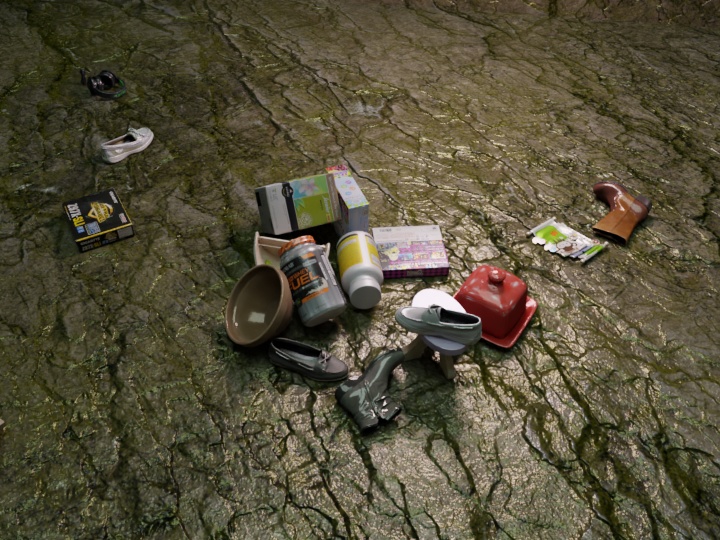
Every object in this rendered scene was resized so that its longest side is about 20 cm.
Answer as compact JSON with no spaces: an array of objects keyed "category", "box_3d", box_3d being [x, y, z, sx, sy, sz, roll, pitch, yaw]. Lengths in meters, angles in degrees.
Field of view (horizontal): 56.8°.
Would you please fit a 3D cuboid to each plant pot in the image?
[{"category":"plant pot","box_3d":[-0.229,0.095,1.610,0.199,0.092,0.203,-20,56,32]}]

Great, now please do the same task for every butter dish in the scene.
[{"category":"butter dish","box_3d":[0.327,0.058,1.649,0.198,0.149,0.200,24,48,25]}]

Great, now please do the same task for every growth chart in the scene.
[{"category":"growth chart","box_3d":[0.587,-0.085,1.908,0.199,0.018,0.144,34,52,32]}]

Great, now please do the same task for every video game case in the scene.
[{"category":"video game case","box_3d":[0.136,-0.055,1.850,0.197,0.036,0.183,-3,43,-4]}]

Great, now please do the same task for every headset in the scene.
[{"category":"headset","box_3d":[-0.984,-0.703,2.525,0.199,0.095,0.124,32,45,9]}]

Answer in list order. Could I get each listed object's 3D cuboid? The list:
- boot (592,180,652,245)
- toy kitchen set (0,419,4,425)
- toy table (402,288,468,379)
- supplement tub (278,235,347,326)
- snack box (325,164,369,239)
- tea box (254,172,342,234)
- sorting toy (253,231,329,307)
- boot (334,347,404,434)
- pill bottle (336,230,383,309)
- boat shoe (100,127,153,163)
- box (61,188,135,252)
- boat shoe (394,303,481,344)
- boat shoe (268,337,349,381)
[{"category":"boot","box_3d":[0.743,-0.170,1.987,0.187,0.069,0.200,35,59,22]},{"category":"toy kitchen set","box_3d":[-0.805,0.403,1.324,0.163,0.180,0.200,42,86,-8]},{"category":"toy table","box_3d":[0.183,0.152,1.567,0.181,0.118,0.201,-4,42,-4]},{"category":"supplement tub","box_3d":[-0.122,0.025,1.640,0.121,0.123,0.202,-20,76,-22]},{"category":"snack box","box_3d":[-0.039,-0.170,1.874,0.067,0.170,0.201,-13,45,-14]},{"category":"tea box","box_3d":[-0.176,-0.186,1.852,0.194,0.135,0.200,-15,10,-15]},{"category":"sorting toy","box_3d":[-0.190,0.012,1.734,0.197,0.107,0.182,9,54,-6]},{"category":"boot","box_3d":[0.051,0.272,1.483,0.199,0.068,0.131,-34,57,-22]},{"category":"pill bottle","box_3d":[0.000,0.000,1.732,0.110,0.112,0.201,-5,42,-6]},{"category":"boat shoe","box_3d":[-0.775,-0.428,2.217,0.074,0.065,0.202,28,49,26]},{"category":"box","box_3d":[-0.760,-0.148,1.927,0.158,0.050,0.200,-22,47,-20]},{"category":"boat shoe","box_3d":[0.172,0.108,1.476,0.198,0.069,0.072,18,44,20]},{"category":"boat shoe","box_3d":[-0.123,0.205,1.547,0.197,0.057,0.067,12,43,12]}]
